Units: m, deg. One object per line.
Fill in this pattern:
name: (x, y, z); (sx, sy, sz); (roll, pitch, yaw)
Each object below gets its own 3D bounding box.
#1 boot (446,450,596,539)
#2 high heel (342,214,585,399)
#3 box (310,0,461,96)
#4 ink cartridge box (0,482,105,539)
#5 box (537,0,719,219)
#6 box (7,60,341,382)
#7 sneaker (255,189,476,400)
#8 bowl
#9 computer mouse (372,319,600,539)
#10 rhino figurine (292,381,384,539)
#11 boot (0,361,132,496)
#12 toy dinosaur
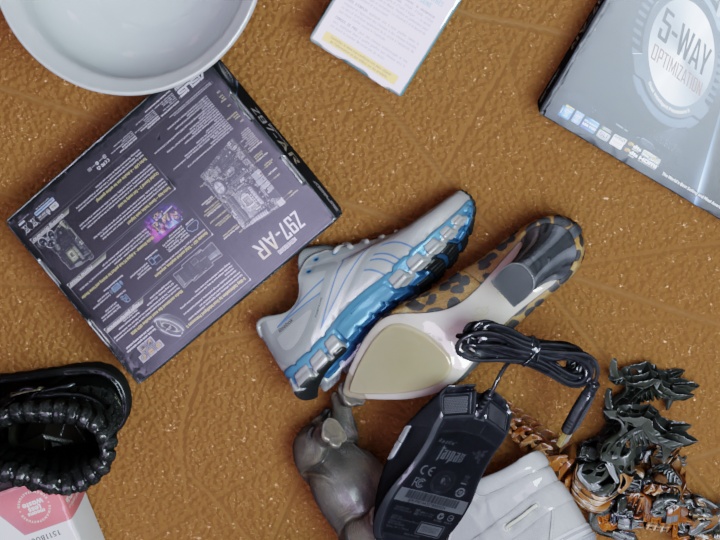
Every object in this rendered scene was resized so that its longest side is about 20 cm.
boot: (0.089, 0.213, 1.659); (0.200, 0.073, 0.096); (-35, 76, 32)
high heel: (0.082, 0.031, 1.613); (0.200, 0.143, 0.072); (-34, 91, 30)
box: (0.048, -0.235, 1.568); (0.082, 0.049, 0.200); (32, 103, -6)
ink cartridge box: (-0.251, 0.258, 1.690); (0.116, 0.068, 0.201); (-20, 102, 7)
box: (0.255, -0.138, 1.586); (0.199, 0.044, 0.161); (30, 103, -5)
box: (-0.139, -0.040, 1.607); (0.200, 0.044, 0.160); (-40, 91, 11)
sneaker: (0.000, 0.000, 1.620); (0.200, 0.075, 0.087); (-43, 72, 1)
bowl: (-0.159, -0.224, 1.548); (0.200, 0.090, 0.202); (0, 91, 8)
computer mouse: (0.090, 0.121, 1.574); (0.140, 0.046, 0.201); (10, 115, -31)
rhino figurine: (0.010, 0.190, 1.634); (0.060, 0.087, 0.201); (-20, 75, -30)
boot: (-0.276, 0.129, 1.613); (0.210, 0.158, 0.080); (-18, 102, 6)
toy dinosaur: (0.197, 0.149, 1.638); (0.199, 0.102, 0.136); (14, 122, -23)
